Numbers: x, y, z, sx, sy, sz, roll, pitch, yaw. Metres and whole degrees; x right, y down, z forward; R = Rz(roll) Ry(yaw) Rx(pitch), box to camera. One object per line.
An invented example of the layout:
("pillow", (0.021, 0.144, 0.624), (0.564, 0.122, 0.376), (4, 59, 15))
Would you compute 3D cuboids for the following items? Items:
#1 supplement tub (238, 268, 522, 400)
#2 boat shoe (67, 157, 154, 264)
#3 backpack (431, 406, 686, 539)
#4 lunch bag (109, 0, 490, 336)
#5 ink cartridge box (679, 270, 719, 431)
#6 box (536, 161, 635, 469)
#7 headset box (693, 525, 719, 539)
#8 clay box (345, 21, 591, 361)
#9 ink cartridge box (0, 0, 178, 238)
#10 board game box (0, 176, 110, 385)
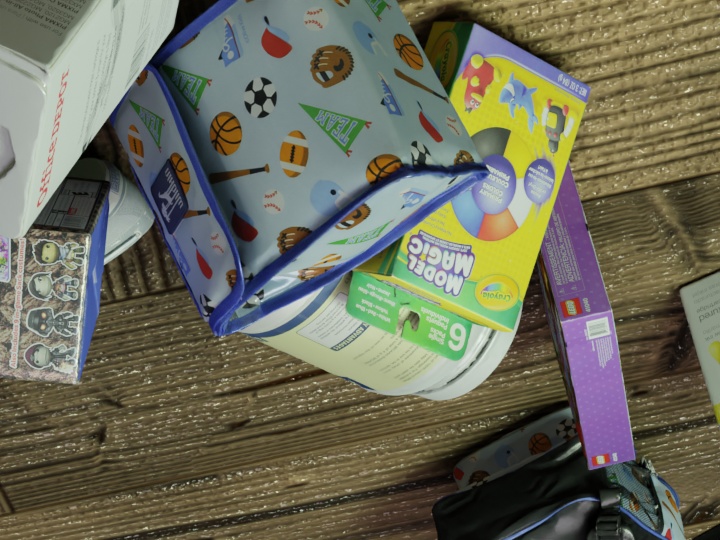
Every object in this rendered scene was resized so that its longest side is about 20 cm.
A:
("supplement tub", (0.000, 0.000, 1.647), (0.145, 0.145, 0.200), (-36, 137, 30))
("boat shoe", (-0.224, 0.000, 1.653), (0.201, 0.070, 0.072), (-33, 133, 22))
("backpack", (0.171, 0.214, 1.975), (0.200, 0.154, 0.190), (-26, 134, 29))
("lunch bag", (-0.054, -0.075, 1.491), (0.200, 0.170, 0.124), (-34, 163, 30))
("ink cartridge box", (0.336, 0.082, 1.796), (0.145, 0.200, 0.083), (-24, 142, 17))
("box", (0.156, 0.034, 1.739), (0.039, 0.137, 0.200), (-13, 143, 2))
("headset box", (0.388, 0.323, 2.177), (0.077, 0.149, 0.200), (-34, 137, 30))
("clay box", (0.069, -0.047, 1.571), (0.115, 0.200, 0.048), (23, 170, -38))
("ink cartridge box", (-0.173, -0.139, 1.362), (0.083, 0.200, 0.145), (26, 140, 5))
("board game box", (-0.264, -0.005, 1.512), (0.200, 0.159, 0.097), (6, 103, -2))
